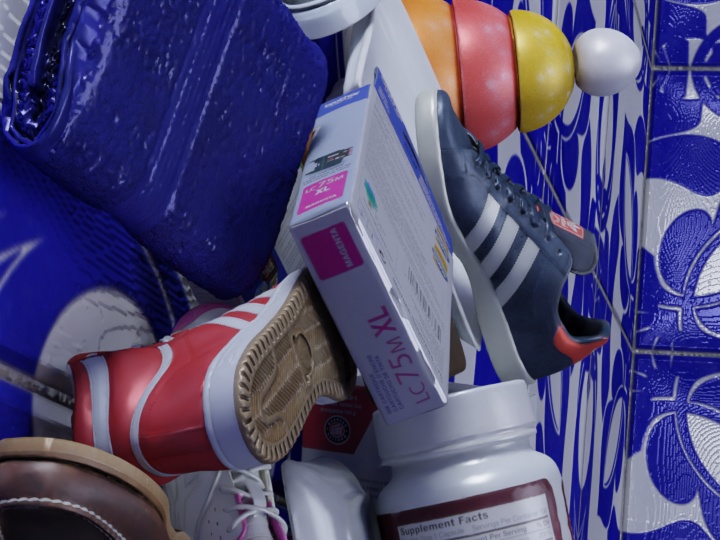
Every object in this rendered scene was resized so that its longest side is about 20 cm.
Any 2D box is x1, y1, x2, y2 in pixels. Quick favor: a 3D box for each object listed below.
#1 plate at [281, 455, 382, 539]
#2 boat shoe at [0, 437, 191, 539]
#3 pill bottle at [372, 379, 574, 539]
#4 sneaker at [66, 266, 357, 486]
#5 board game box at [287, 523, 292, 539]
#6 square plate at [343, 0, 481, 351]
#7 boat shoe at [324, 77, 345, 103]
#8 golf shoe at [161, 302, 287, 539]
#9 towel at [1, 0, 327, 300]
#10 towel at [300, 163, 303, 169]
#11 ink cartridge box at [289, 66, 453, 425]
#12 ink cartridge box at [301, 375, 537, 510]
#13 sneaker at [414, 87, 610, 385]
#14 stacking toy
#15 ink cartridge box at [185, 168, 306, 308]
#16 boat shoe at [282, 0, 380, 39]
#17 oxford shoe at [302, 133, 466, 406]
[{"bbox_3d":[0.000,0.203,1.035,0.200,0.032,0.202,38,41,-82],"label":"plate"},{"bbox_3d":[-0.116,0.135,0.821,0.200,0.070,0.071,63,32,-61],"label":"boat shoe"},{"bbox_3d":[0.072,0.173,1.085,0.114,0.113,0.202,11,67,-75],"label":"pill bottle"},{"bbox_3d":[-0.072,0.052,0.891,0.200,0.111,0.072,-39,114,-70],"label":"sneaker"},{"bbox_3d":[-0.029,0.264,1.109,0.200,0.061,0.202,70,11,-68],"label":"board game box"},{"bbox_3d":[0.033,-0.077,1.170,0.201,0.028,0.199,-83,152,-58],"label":"square plate"},{"bbox_3d":[0.002,-0.033,1.267,0.067,0.073,0.202,-41,123,-49],"label":"boat shoe"},{"bbox_3d":[-0.065,0.118,0.946,0.075,0.091,0.203,2,89,-38],"label":"golf shoe"},{"bbox_3d":[-0.090,-0.085,0.866,0.200,0.049,0.149,41,64,-57],"label":"towel"},{"bbox_3d":[-0.032,-0.022,1.127,0.200,0.030,0.151,11,84,-64],"label":"towel"},{"bbox_3d":[0.011,-0.020,0.972,0.200,0.042,0.120,-77,144,-63],"label":"ink cartridge box"},{"bbox_3d":[0.036,0.175,1.222,0.085,0.146,0.203,-3,96,-51],"label":"ink cartridge box"},{"bbox_3d":[0.097,-0.028,1.123,0.075,0.084,0.201,-78,147,-62],"label":"sneaker"},{"bbox_3d":[0.104,-0.139,1.323,0.146,0.197,0.148,-3,90,-90],"label":"stacking toy"},{"bbox_3d":[-0.067,-0.035,0.989,0.095,0.037,0.201,-61,143,-38],"label":"ink cartridge box"},{"bbox_3d":[-0.021,-0.216,1.154,0.201,0.071,0.071,-80,154,-54],"label":"boat shoe"},{"bbox_3d":[0.000,0.000,1.098,0.071,0.071,0.201,36,-26,58],"label":"oxford shoe"}]
